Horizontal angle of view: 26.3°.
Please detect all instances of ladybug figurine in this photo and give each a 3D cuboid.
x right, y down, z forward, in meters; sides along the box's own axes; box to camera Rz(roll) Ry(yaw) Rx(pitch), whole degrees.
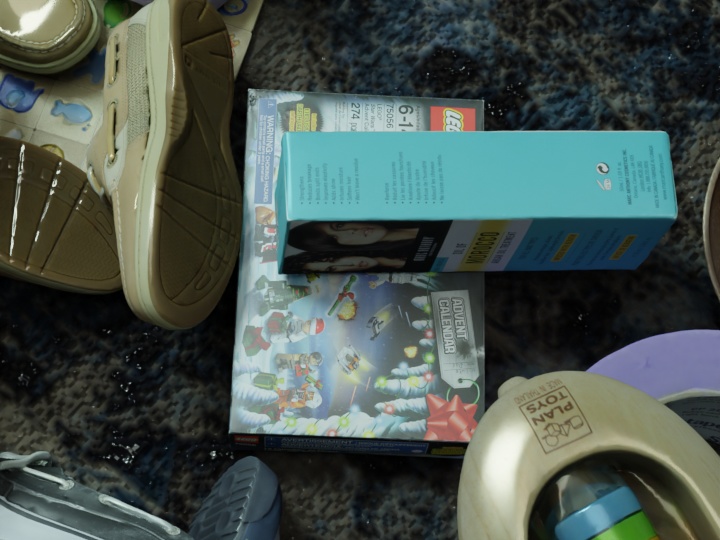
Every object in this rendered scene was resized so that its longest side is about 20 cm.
[{"bbox_3d":[0.116,0.139,0.700,0.135,0.072,0.201,-22,73,-11],"label":"ladybug figurine"}]

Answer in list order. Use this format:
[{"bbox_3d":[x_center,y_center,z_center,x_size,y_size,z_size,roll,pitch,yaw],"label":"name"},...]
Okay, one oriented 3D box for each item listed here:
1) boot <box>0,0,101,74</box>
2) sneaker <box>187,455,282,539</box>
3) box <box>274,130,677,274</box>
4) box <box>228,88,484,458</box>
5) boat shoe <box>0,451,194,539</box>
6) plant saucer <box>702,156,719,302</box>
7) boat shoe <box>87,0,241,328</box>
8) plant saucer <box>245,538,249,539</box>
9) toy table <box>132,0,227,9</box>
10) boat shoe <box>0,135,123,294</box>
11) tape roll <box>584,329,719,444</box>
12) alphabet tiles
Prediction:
[{"bbox_3d":[-0.231,-0.205,0.845,0.200,0.155,0.072,43,75,16],"label":"boot"},{"bbox_3d":[-0.060,0.197,0.774,0.082,0.070,0.201,26,63,-24],"label":"sneaker"},{"bbox_3d":[0.056,-0.034,0.801,0.198,0.082,0.050,-1,71,-7],"label":"box"},{"bbox_3d":[0.000,0.000,0.850,0.136,0.040,0.202,2,70,-3],"label":"box"},{"bbox_3d":[-0.168,0.125,0.775,0.198,0.074,0.068,12,32,28],"label":"boat shoe"},{"bbox_3d":[0.287,-0.010,0.869,0.199,0.037,0.202,1,71,-3],"label":"plant saucer"},{"bbox_3d":[-0.108,-0.055,0.825,0.064,0.071,0.201,-18,55,27],"label":"boat shoe"},{"bbox_3d":[0.022,0.190,0.701,0.199,0.200,0.031,34,81,9],"label":"plant saucer"},{"bbox_3d":[-0.122,-0.252,0.860,0.200,0.117,0.184,43,54,-7],"label":"toy table"},{"bbox_3d":[-0.217,-0.036,0.842,0.199,0.065,0.072,24,63,-12],"label":"boat shoe"},{"bbox_3d":[0.173,0.137,0.786,0.198,0.085,0.202,1,70,-3],"label":"tape roll"},{"bbox_3d":[-0.152,-0.135,0.909,0.165,0.006,0.201,17,70,3],"label":"alphabet tiles"}]
